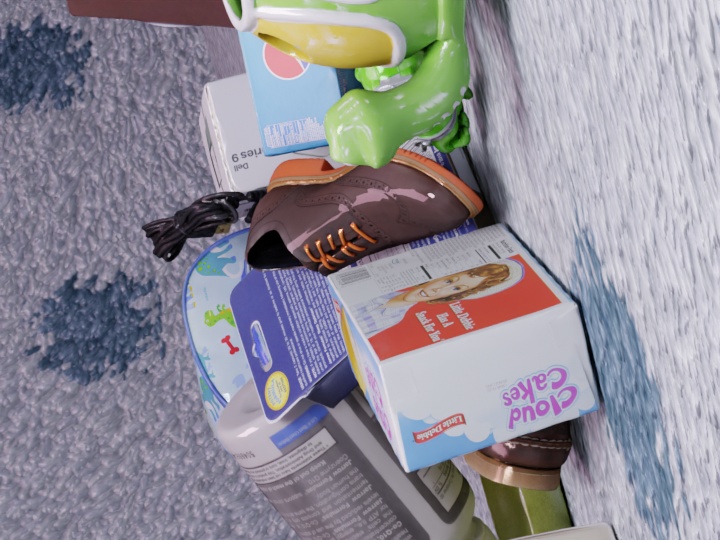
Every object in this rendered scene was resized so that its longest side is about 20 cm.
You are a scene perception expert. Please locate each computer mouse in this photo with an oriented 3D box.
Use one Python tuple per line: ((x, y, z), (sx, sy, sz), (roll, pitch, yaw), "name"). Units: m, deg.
((-0.048, -0.035, 1.884), (0.140, 0.199, 0.046), (-19, 84, 56), "computer mouse")

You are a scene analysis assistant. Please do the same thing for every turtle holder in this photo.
((-0.008, -0.160, 1.451), (0.141, 0.131, 0.186), (-131, 29, -62), "turtle holder")

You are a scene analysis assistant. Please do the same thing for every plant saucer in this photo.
((0.109, 0.152, 1.819), (0.200, 0.031, 0.201), (165, 90, -85), "plant saucer")

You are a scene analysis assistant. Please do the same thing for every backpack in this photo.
((-0.025, 0.038, 1.971), (0.147, 0.199, 0.184), (83, 170, -63), "backpack")

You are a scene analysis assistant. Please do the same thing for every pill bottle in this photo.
((0.005, 0.147, 1.847), (0.200, 0.114, 0.114), (52, -179, -15), "pill bottle")

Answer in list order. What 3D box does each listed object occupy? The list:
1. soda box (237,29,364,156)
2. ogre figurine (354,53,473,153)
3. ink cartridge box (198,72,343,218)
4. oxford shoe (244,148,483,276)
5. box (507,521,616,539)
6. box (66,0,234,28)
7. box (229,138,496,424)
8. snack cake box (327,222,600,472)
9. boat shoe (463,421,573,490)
((-0.046, -0.181, 1.822), (0.068, 0.064, 0.201), (-35, -65, -70), "soda box")
((0.011, -0.165, 1.586), (0.120, 0.098, 0.201), (-30, -59, -77), "ogre figurine")
((-0.037, -0.101, 1.981), (0.200, 0.145, 0.084), (140, 115, -84), "ink cartridge box")
((0.000, -0.027, 1.683), (0.071, 0.073, 0.200), (41, 156, -24), "oxford shoe")
((0.112, 0.245, 1.633), (0.200, 0.077, 0.095), (95, 161, -51), "box")
((-0.133, -0.304, 1.992), (0.200, 0.165, 0.165), (79, -159, -50), "box")
((0.000, 0.000, 1.759), (0.032, 0.200, 0.121), (24, -147, -40), "box")
((0.056, 0.040, 1.575), (0.200, 0.115, 0.067), (-121, 16, -74), "snack cake box")
((0.076, 0.078, 1.678), (0.200, 0.070, 0.071), (-158, 73, -64), "boat shoe")
